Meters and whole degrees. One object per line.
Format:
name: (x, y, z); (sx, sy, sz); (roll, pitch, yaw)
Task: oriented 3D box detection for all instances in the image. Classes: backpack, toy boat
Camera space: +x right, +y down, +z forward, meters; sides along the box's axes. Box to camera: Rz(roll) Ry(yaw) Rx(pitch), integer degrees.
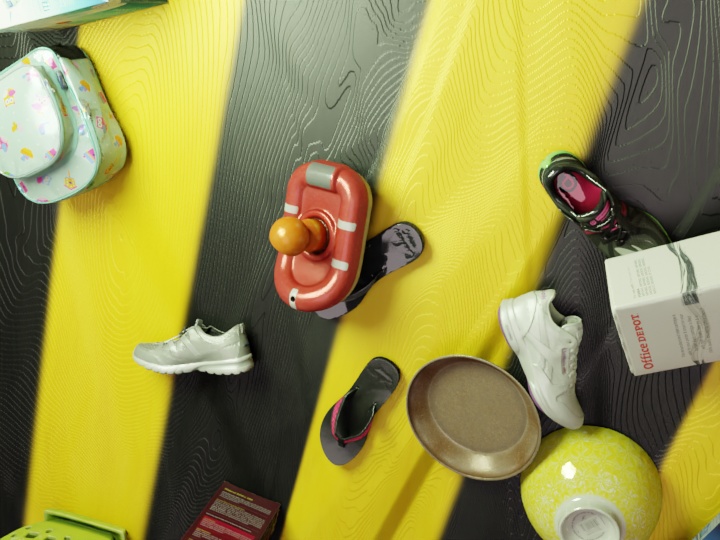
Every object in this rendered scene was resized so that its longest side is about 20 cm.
backpack: (-0.443, -0.199, 1.093); (0.174, 0.154, 0.202); (-22, 107, 17)
toy boat: (-0.070, -0.044, 1.013); (0.129, 0.130, 0.203); (17, 104, 33)

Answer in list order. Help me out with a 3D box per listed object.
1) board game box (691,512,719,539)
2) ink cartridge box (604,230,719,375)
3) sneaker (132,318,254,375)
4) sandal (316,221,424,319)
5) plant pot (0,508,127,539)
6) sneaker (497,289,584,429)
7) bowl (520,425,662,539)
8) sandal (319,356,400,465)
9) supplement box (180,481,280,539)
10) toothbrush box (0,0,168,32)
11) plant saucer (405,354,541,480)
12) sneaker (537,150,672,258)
board game box: (0.542, 0.398, 1.024); (0.199, 0.062, 0.201); (34, 114, 4)
ink cartridge box: (0.405, 0.037, 0.904); (0.198, 0.085, 0.145); (-15, 134, 21)
sneaker: (-0.259, 0.116, 1.190); (0.197, 0.075, 0.083); (-1, 93, 12)
sandal: (0.000, -0.001, 1.073); (0.200, 0.043, 0.076); (-39, 93, 24)
plant pot: (-0.519, 0.544, 1.345); (0.197, 0.182, 0.202); (10, 110, 15)
sneaker: (0.261, 0.119, 1.013); (0.099, 0.075, 0.202); (-24, 100, 23)
bowl: (0.315, 0.328, 1.049); (0.197, 0.108, 0.203); (5, 109, 15)
sandal: (-0.009, 0.215, 1.147); (0.075, 0.045, 0.201); (32, 114, 5)
supplement box: (-0.213, 0.427, 1.197); (0.108, 0.200, 0.062); (19, 114, 10)
toothbrush box: (-0.384, -0.377, 1.014); (0.197, 0.146, 0.086); (-5, 106, 18)
plant saucer: (0.161, 0.202, 1.080); (0.198, 0.037, 0.203); (12, 117, 24)
sneaker: (0.295, -0.063, 0.937); (0.199, 0.084, 0.077); (38, 115, 2)
